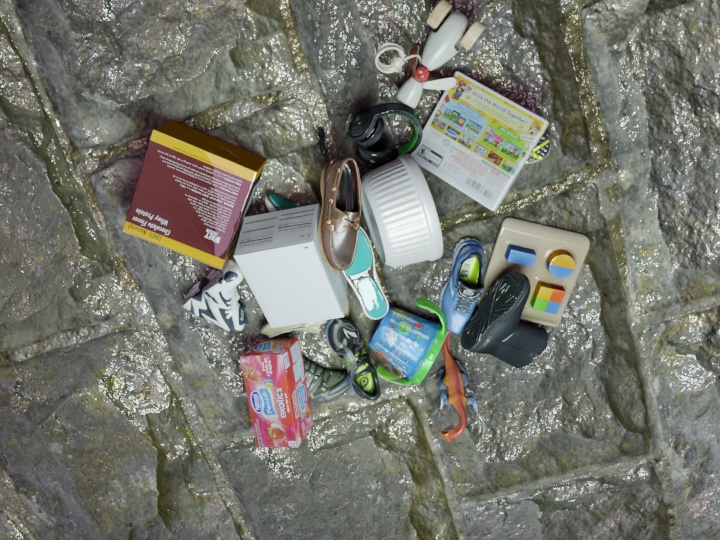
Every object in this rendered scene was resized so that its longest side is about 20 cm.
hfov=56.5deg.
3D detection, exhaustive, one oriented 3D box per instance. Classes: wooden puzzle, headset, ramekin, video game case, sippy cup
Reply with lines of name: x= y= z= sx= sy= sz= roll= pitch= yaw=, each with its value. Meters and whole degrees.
wooden puzzle: x=0.350 y=0.009 z=1.355 sx=0.184 sy=0.046 sz=0.202 roll=12 pitch=109 yaw=-3
headset: x=0.014 y=-0.253 z=1.246 sx=0.198 sy=0.095 sz=0.124 roll=-15 pitch=142 yaw=7
ramekin: x=0.068 y=-0.102 z=1.231 sx=0.104 sy=0.200 sz=0.202 roll=-19 pitch=109 yaw=-4
video game case: x=0.211 y=-0.237 z=1.228 sx=0.199 sy=0.023 sz=0.183 roll=36 pitch=105 yaw=21
sippy cup: x=0.091 y=0.143 z=1.370 sx=0.130 sy=0.140 sz=0.179 roll=29 pitch=82 yaw=1

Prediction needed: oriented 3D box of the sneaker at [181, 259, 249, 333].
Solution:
sneaker: x=-0.259 y=0.061 z=1.345 sx=0.129 sy=0.080 sz=0.199 roll=37 pitch=131 yaw=-23

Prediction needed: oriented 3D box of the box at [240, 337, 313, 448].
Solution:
box: x=-0.167 y=0.247 z=1.356 sx=0.095 sy=0.100 sz=0.202 roll=-4 pitch=104 yaw=17

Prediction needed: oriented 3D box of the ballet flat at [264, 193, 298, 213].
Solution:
ballet flat: x=-0.112 y=-0.076 z=1.326 sx=0.199 sy=0.070 sz=0.070 roll=30 pitch=107 yaw=-13

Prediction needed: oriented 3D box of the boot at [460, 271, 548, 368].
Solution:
boot: x=0.316 y=0.103 z=1.344 sx=0.167 sy=0.077 sz=0.201 roll=18 pitch=118 yaw=-30

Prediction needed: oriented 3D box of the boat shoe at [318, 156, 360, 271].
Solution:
boat shoe: x=-0.033 y=-0.100 z=1.186 sx=0.070 sy=0.070 sz=0.202 roll=-4 pitch=90 yaw=-37

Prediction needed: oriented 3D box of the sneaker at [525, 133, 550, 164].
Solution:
sneaker: x=0.257 y=-0.219 z=1.262 sx=0.198 sy=0.076 sz=0.076 roll=3 pitch=94 yaw=21

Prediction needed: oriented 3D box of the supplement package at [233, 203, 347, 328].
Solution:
supplement package: x=-0.127 y=-0.005 z=1.279 sx=0.154 sy=0.111 sz=0.201 roll=-9 pitch=131 yaw=12

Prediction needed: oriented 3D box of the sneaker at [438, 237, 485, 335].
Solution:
sneaker: x=0.205 y=0.040 z=1.346 sx=0.078 sy=0.089 sz=0.202 roll=6 pitch=111 yaw=0

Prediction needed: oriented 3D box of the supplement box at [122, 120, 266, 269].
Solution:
supplement box: x=-0.309 y=-0.144 z=1.264 sx=0.196 sy=0.133 sz=0.201 roll=21 pitch=108 yaw=-7

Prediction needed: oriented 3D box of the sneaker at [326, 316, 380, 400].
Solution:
sneaker: x=-0.006 y=0.179 z=1.366 sx=0.070 sy=0.083 sz=0.201 roll=-30 pitch=108 yaw=-19

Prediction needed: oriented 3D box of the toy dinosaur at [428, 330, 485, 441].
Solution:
toy dinosaur: x=0.181 y=0.252 z=1.372 sx=0.104 sy=0.182 sz=0.201 roll=-17 pitch=108 yaw=7

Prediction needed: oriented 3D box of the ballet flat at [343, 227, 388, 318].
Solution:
ballet flat: x=0.000 y=0.000 z=1.306 sx=0.069 sy=0.070 sz=0.201 roll=-18 pitch=110 yaw=7

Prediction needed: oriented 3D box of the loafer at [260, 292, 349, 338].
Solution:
loafer: x=-0.111 y=0.101 z=1.379 sx=0.199 sy=0.076 sz=0.069 roll=-22 pitch=102 yaw=8

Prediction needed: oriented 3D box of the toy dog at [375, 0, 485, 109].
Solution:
toy dog: x=0.134 y=-0.389 z=1.203 sx=0.199 sy=0.096 sz=0.132 roll=-31 pitch=98 yaw=25

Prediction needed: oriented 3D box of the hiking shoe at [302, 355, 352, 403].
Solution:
hiking shoe: x=-0.113 y=0.223 z=1.422 sx=0.198 sy=0.076 sz=0.102 roll=-7 pitch=113 yaw=4
